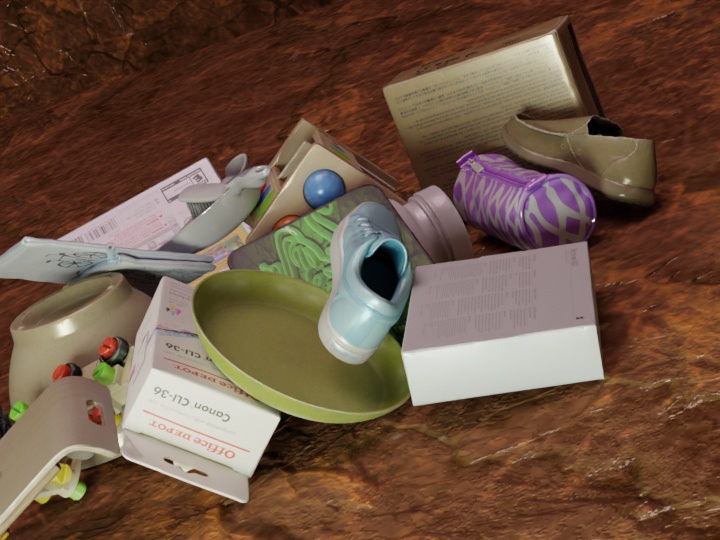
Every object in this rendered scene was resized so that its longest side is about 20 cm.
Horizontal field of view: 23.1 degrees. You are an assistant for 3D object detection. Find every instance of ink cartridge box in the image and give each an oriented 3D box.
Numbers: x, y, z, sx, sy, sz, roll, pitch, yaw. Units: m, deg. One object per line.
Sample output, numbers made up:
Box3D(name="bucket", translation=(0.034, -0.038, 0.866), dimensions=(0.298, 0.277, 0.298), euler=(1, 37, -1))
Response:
Box3D(name="ink cartridge box", translation=(-0.128, 0.096, 1.450), dimensions=(0.200, 0.116, 0.068), euler=(-95, 29, -62))
Box3D(name="ink cartridge box", translation=(0.147, -0.153, 1.826), dimensions=(0.200, 0.165, 0.075), euler=(-16, 16, 23))

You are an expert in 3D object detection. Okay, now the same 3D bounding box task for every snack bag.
Box3D(name="snack bag", translation=(-0.267, 0.000, 1.756), dimensions=(0.200, 0.021, 0.189), euler=(7, -12, -25))

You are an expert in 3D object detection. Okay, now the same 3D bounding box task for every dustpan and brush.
Box3D(name="dustpan and brush", translation=(-0.134, -0.074, 1.741), dimensions=(0.200, 0.057, 0.140), euler=(-3, 43, 52))

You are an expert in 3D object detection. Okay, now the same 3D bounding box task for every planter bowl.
Box3D(name="planter bowl", translation=(-0.255, 0.086, 1.687), dimensions=(0.200, 0.135, 0.200), euler=(-22, 16, 7))

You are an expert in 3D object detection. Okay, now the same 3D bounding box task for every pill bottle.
Box3D(name="pill bottle", translation=(0.000, 0.000, 1.650), dimensions=(0.200, 0.109, 0.109), euler=(-27, 17, -11))

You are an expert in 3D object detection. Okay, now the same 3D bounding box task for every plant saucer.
Box3D(name="plant saucer", translation=(-0.051, 0.068, 1.459), dimensions=(0.200, 0.200, 0.031), euler=(-61, -4, -65))

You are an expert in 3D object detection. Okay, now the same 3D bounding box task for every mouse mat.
Box3D(name="mouse mat", translation=(-0.010, 0.019, 1.567), dimensions=(0.161, 0.008, 0.200), euler=(-28, 55, -12))

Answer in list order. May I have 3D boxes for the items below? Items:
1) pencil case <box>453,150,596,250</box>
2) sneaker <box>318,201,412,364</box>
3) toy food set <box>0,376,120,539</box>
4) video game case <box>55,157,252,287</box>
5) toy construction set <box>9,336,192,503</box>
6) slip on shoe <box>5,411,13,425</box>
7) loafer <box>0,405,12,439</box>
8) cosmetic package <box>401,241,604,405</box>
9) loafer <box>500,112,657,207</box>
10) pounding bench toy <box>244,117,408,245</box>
Box3D(name="pencil case", translation=(0.154, -0.068, 1.692), dimensions=(0.084, 0.086, 0.200), euler=(-31, 18, -12))
Box3D(name="sneaker", translation=(0.019, -0.006, 1.499), dimensions=(0.082, 0.074, 0.200), euler=(-49, 21, 33))
Box3D(name="toy food set", translation=(-0.273, 0.187, 1.434), dimensions=(0.200, 0.060, 0.144), euler=(-48, 21, 7))
Box3D(name="video game case", translation=(-0.212, -0.010, 1.910), dimensions=(0.200, 0.022, 0.182), euler=(-29, 59, -7))
Box3D(name="toy construction set", translation=(-0.230, 0.137, 1.533), dimensions=(0.200, 0.092, 0.131), euler=(-16, 45, 22))
Box3D(name="slip on shoe", translation=(-0.396, 0.177, 1.722), dimensions=(0.076, 0.061, 0.200), euler=(-18, 17, 18))
Box3D(name="loafer", translation=(-0.350, 0.150, 1.670), dimensions=(0.063, 0.072, 0.200), euler=(5, 32, -31))
Box3D(name="cosmetic package", translation=(0.117, 0.039, 1.423), dimensions=(0.150, 0.052, 0.200), euler=(-11, 18, 9))
Box3D(name="loafer", translation=(0.218, -0.119, 1.702), dimensions=(0.076, 0.068, 0.200), euler=(13, 12, -44))
Box3D(name="pounding bench toy", translation=(-0.057, -0.027, 1.778), dimensions=(0.200, 0.124, 0.156), euler=(-55, 14, 9))
